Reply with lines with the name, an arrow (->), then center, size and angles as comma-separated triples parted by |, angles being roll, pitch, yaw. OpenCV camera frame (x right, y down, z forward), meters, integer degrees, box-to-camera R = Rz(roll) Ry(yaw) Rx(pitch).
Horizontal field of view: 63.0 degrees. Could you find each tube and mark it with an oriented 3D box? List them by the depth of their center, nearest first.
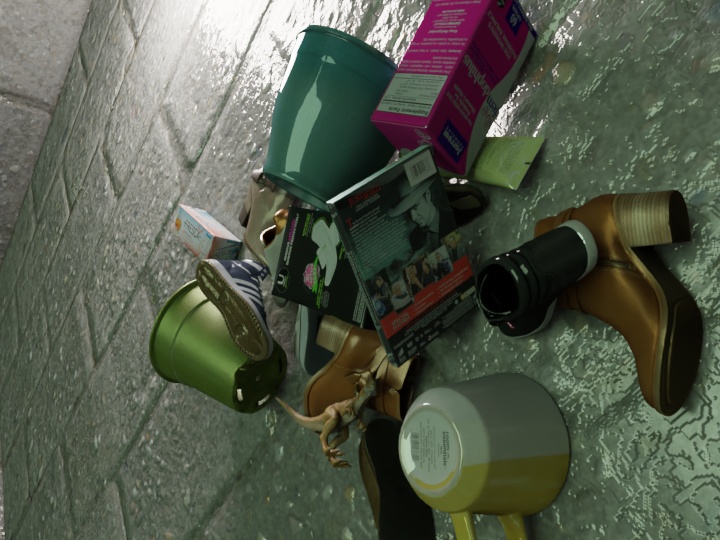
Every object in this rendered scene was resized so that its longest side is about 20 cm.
tube -> 0.132, -0.141, 0.744 | 0.197, 0.051, 0.060 | 16, 108, 47

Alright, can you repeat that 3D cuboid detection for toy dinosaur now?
toy dinosaur -> -0.037, 0.203, 0.786 | 0.197, 0.060, 0.109 | -29, 43, 34

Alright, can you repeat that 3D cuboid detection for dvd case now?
dvd case -> 0.057, -0.016, 0.666 | 0.022, 0.144, 0.205 | 13, 130, 58

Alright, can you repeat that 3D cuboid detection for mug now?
mug -> 0.126, 0.195, 0.604 | 0.152, 0.150, 0.188 | -57, 47, 21

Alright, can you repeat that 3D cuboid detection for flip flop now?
flip flop -> 0.074, -0.096, 0.781 | 0.196, 0.080, 0.059 | -3, 64, 47

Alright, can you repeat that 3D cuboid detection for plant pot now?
plant pot -> -0.041, -0.188, 0.806 | 0.197, 0.198, 0.193 | 24, 86, 47
plant pot -> -0.227, 0.142, 1.005 | 0.187, 0.197, 0.207 | 25, 100, 35

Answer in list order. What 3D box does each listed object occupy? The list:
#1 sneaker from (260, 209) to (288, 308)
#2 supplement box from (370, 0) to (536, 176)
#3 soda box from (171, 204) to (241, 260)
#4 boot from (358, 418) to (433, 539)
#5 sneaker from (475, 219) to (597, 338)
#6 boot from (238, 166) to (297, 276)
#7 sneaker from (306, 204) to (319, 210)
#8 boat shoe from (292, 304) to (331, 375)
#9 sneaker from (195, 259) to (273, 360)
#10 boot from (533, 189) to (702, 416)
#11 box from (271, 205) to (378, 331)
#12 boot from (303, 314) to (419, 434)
sneaker -> -0.122, -0.023, 0.941 | 0.083, 0.073, 0.202 | 31, 138, 6
supplement box -> 0.113, -0.233, 0.706 | 0.102, 0.100, 0.205 | 23, 83, 46
soda box -> -0.323, -0.071, 1.224 | 0.198, 0.067, 0.065 | 35, 107, 45
boot -> 0.040, 0.302, 0.758 | 0.076, 0.071, 0.206 | 122, 139, -57
sneaker -> 0.150, 0.026, 0.595 | 0.202, 0.096, 0.072 | 104, 143, -62
boot -> -0.147, -0.105, 1.040 | 0.147, 0.069, 0.202 | -49, 56, 19
sneaker -> -0.043, -0.140, 0.924 | 0.081, 0.071, 0.209 | 6, 96, 52
boat shoe -> -0.075, 0.051, 0.920 | 0.085, 0.073, 0.210 | 25, 114, 50
sneaker -> -0.175, 0.054, 0.952 | 0.201, 0.107, 0.071 | 48, 119, 24
boot -> 0.238, 0.030, 0.575 | 0.153, 0.075, 0.208 | -9, 85, 54
box -> 0.000, 0.000, 0.777 | 0.197, 0.146, 0.129 | 15, 92, 47
boot -> 0.000, 0.171, 0.815 | 0.151, 0.073, 0.207 | 23, 119, 29
